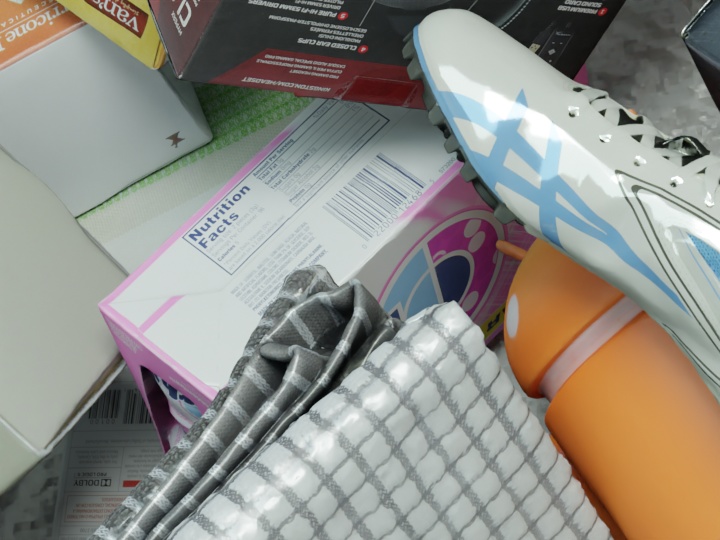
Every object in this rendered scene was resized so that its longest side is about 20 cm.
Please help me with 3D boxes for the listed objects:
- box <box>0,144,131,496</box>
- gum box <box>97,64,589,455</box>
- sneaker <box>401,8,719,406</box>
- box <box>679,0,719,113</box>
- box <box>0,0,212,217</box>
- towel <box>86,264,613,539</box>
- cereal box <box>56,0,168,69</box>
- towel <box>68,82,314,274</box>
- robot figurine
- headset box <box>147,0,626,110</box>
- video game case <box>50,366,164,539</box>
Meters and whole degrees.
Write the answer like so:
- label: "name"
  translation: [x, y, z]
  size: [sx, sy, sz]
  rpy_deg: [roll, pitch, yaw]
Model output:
- label: "box"
  translation: [-0.194, 0.047, 0.942]
  size: [0.128, 0.109, 0.200]
  rpy_deg: [45, 125, -7]
- label: "gum box"
  translation: [0.000, 0.000, 0.927]
  size: [0.066, 0.114, 0.200]
  rpy_deg: [37, 71, 29]
- label: "sneaker"
  translation: [0.098, -0.019, 0.788]
  size: [0.200, 0.072, 0.073]
  rpy_deg: [42, 110, 10]
- label: "box"
  translation: [0.209, -0.011, 0.851]
  size: [0.051, 0.158, 0.200]
  rpy_deg: [-47, 61, -3]
- label: "box"
  translation: [-0.160, -0.120, 1.043]
  size: [0.124, 0.098, 0.200]
  rpy_deg: [-28, 53, 6]
- label: "towel"
  translation: [-0.006, 0.113, 0.849]
  size: [0.166, 0.200, 0.086]
  rpy_deg: [-46, 42, -12]
- label: "cereal box"
  translation: [-0.075, -0.171, 0.992]
  size: [0.144, 0.040, 0.200]
  rpy_deg: [35, 44, 11]
- label: "towel"
  translation: [-0.085, -0.064, 1.055]
  size: [0.149, 0.031, 0.200]
  rpy_deg: [-24, 54, 9]
- label: "robot figurine"
  translation: [0.126, 0.046, 0.871]
  size: [0.117, 0.144, 0.200]
  rpy_deg: [-33, 75, -9]
- label: "headset box"
  translation: [0.026, -0.134, 0.810]
  size: [0.200, 0.149, 0.077]
  rpy_deg: [-57, 41, 39]
- label: "video game case"
  translation: [-0.058, 0.131, 0.975]
  size: [0.143, 0.018, 0.200]
  rpy_deg: [-2, 68, 20]
